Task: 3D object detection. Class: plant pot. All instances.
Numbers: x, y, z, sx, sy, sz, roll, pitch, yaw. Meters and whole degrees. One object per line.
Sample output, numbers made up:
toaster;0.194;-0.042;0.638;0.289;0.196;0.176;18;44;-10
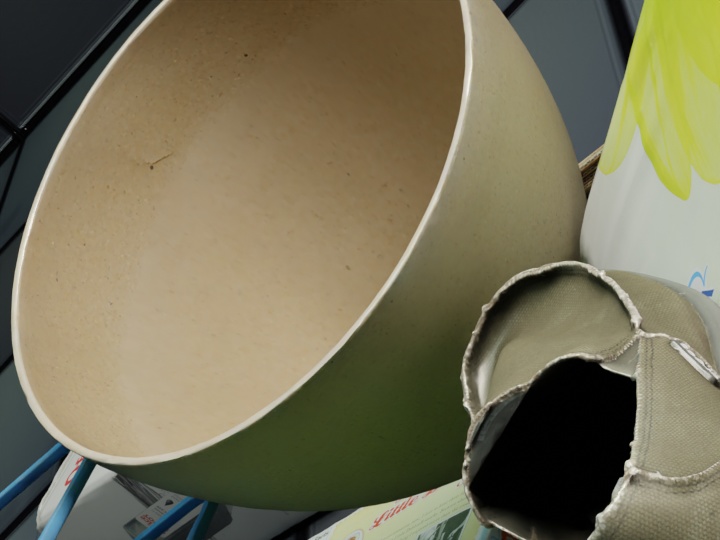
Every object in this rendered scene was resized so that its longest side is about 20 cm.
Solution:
plant pot;0.000;0.000;0.918;0.200;0.134;0.201;-27;46;31

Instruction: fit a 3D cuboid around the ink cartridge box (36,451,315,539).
ink cartridge box;-0.061;0.069;1.395;0.200;0.085;0.146;-32;23;45

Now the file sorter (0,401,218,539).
file sorter;-0.068;0.166;0.954;0.139;0.200;0.123;-40;15;33

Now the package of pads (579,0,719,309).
package of pads;0.130;-0.040;0.777;0.155;0.068;0.201;-116;32;-51

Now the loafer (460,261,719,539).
loafer;0.063;0.039;0.726;0.075;0.069;0.200;-63;20;8

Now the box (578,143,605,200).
box;0.129;-0.048;1.063;0.163;0.021;0.200;-39;-9;15

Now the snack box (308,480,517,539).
snack box;0.004;0.141;1.117;0.200;0.037;0.116;-35;21;44
